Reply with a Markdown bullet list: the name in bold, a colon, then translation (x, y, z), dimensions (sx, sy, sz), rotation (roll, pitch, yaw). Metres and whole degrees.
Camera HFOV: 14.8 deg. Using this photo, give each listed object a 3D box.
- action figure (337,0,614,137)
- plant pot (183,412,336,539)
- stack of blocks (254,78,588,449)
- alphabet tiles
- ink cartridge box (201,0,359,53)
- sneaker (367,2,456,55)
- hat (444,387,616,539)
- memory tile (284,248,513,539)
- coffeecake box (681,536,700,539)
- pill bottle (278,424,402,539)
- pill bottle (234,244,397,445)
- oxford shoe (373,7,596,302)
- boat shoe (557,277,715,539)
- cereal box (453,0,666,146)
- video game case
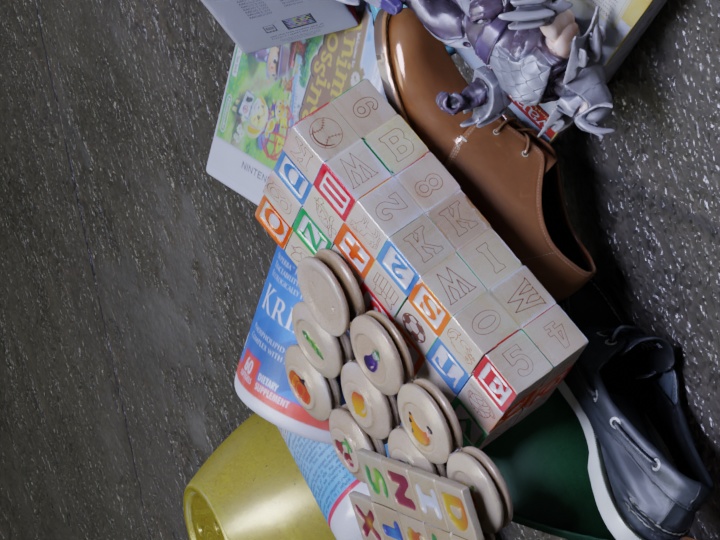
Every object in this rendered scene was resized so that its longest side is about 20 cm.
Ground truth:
- **action figure**: translation (0.061, -0.136, 1.513), dimensions (0.200, 0.069, 0.130), rotation (40, 145, 11)
- **plant pot**: translation (-0.054, 0.191, 2.149), dimensions (0.200, 0.141, 0.201), rotation (53, 153, 42)
- **stack of blocks**: translation (0.032, 0.003, 1.598), dimensions (0.200, 0.058, 0.115), rotation (50, 153, 12)
- **alphabet tiles**: translation (0.052, 0.189, 1.592), dimensions (0.200, 0.006, 0.168), rotation (13, 123, 63)
- **ink cartridge box**: translation (-0.073, -0.262, 1.739), dimensions (0.176, 0.083, 0.202), rotation (46, -147, -72)
- **sneaker**: translation (0.035, -0.231, 1.682), dimensions (0.095, 0.079, 0.201), rotation (-26, 87, 52)
- **hat**: translation (0.118, 0.047, 1.657), dimensions (0.199, 0.165, 0.177), rotation (22, 101, 19)
- **memory tile**: translation (0.017, 0.095, 1.612), dimensions (0.200, 0.017, 0.154), rotation (54, 153, 23)
- **coffeecake box**: translation (0.151, 0.216, 1.616), dimensions (0.200, 0.153, 0.074), rotation (5, 112, 68)
- **pill bottle**: translation (0.012, 0.131, 1.975), dimensions (0.201, 0.108, 0.109), rotation (61, 158, 28)
- **pill bottle**: translation (0.000, 0.000, 1.743), dimensions (0.112, 0.112, 0.201), rotation (40, 116, 55)
- **oxford shoe**: translation (0.075, -0.072, 1.611), dimensions (0.071, 0.071, 0.201), rotation (-25, 100, 31)
- **boat shoe**: translation (0.156, 0.068, 1.602), dimensions (0.066, 0.074, 0.200), rotation (-47, 37, 34)
- **cereal box**: translation (0.094, -0.168, 1.539), dimensions (0.144, 0.039, 0.200), rotation (47, 156, 6)
- **video game case**: translation (-0.032, -0.131, 1.848), dimensions (0.182, 0.022, 0.201), rotation (32, 112, 51)
